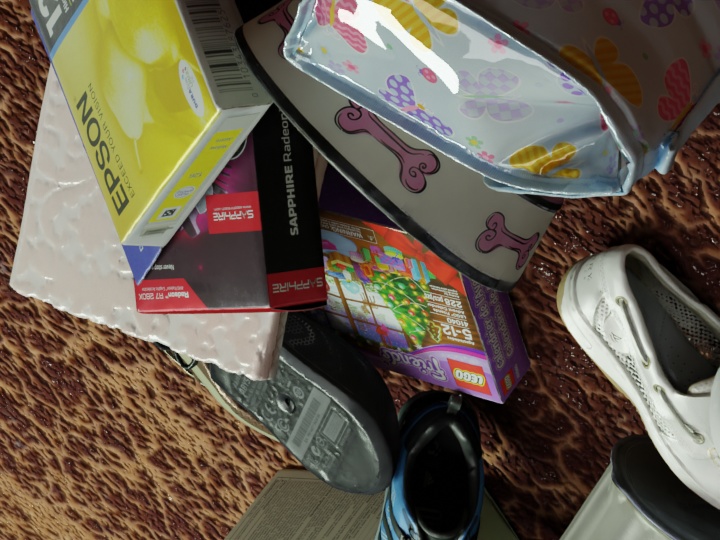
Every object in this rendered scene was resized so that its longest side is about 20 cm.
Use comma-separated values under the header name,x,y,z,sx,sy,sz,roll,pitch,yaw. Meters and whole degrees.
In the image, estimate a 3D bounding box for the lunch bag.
name,x,y,z,sx,sy,sz,roll,pitch,yaw
lunch bag,0.089,-0.131,1.356,0.200,0.170,0.127,29,146,15

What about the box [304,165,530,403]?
name,x,y,z,sx,sy,sz,roll,pitch,yaw
box,0.000,0.000,1.737,0.199,0.039,0.137,15,141,34

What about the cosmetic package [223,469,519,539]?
name,x,y,z,sx,sy,sz,roll,pitch,yaw
cosmetic package,0.001,0.196,1.925,0.200,0.104,0.073,0,133,47

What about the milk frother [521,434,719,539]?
name,x,y,z,sx,sy,sz,roll,pitch,yaw
milk frother,0.155,0.181,1.732,0.200,0.180,0.188,51,121,37

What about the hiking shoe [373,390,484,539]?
name,x,y,z,sx,sy,sz,roll,pitch,yaw
hiking shoe,0.038,0.175,1.769,0.074,0.201,0.087,2,180,-1

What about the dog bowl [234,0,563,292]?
name,x,y,z,sx,sy,sz,roll,pitch,yaw
dog bowl,0.031,-0.083,1.484,0.200,0.074,0.200,42,-168,-11

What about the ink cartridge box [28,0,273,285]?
name,x,y,z,sx,sy,sz,roll,pitch,yaw
ink cartridge box,-0.136,-0.122,1.596,0.200,0.047,0.198,-47,58,47

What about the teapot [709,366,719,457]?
name,x,y,z,sx,sy,sz,roll,pitch,yaw
teapot,0.297,0.127,1.491,0.200,0.146,0.198,18,142,32

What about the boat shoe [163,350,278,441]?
name,x,y,z,sx,sy,sz,roll,pitch,yaw
boat shoe,-0.095,0.040,1.871,0.202,0.075,0.075,44,167,-4

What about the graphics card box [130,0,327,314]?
name,x,y,z,sx,sy,sz,roll,pitch,yaw
graphics card box,-0.084,-0.075,1.623,0.125,0.051,0.201,-1,94,48

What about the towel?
name,x,y,z,sx,sy,sz,roll,pitch,yaw
towel,-0.113,-0.050,1.706,0.199,0.032,0.192,20,105,27

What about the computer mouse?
name,x,y,z,sx,sy,sz,roll,pitch,yaw
computer mouse,-0.042,0.054,1.768,0.200,0.053,0.139,44,141,9

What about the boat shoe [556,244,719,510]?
name,x,y,z,sx,sy,sz,roll,pitch,yaw
boat shoe,0.196,0.067,1.589,0.200,0.071,0.069,45,150,-8
